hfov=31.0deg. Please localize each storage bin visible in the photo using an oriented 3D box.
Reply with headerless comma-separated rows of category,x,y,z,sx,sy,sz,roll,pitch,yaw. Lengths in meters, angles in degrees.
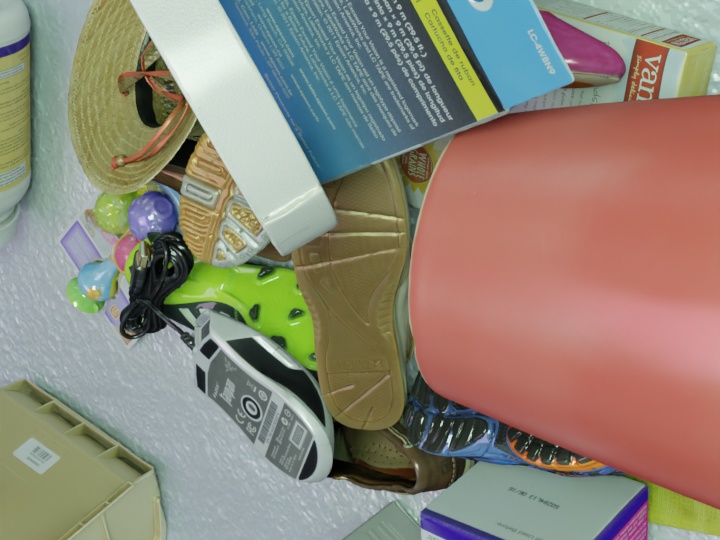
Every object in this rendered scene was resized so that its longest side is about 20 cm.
storage bin,-0.305,0.214,1.125,0.200,0.198,0.094,27,140,33

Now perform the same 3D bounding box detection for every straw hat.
straw hat,-0.114,-0.134,0.877,0.201,0.085,0.202,-21,61,45

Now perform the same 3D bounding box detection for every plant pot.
plant pot,0.130,0.006,0.613,0.177,0.200,0.201,8,112,26

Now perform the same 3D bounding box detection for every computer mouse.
computer mouse,-0.082,0.062,0.871,0.200,0.044,0.110,42,137,17

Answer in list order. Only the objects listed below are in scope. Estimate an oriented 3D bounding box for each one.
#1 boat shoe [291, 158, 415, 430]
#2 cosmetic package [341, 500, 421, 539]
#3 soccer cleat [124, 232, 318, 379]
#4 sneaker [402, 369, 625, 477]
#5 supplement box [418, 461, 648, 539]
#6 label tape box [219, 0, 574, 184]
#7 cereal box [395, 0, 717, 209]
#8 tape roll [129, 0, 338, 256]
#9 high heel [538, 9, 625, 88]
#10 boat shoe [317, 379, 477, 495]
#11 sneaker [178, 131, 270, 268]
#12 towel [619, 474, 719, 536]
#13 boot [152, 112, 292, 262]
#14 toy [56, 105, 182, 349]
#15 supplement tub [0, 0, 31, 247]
boat shoe,0.000,0.000,0.812,0.073,0.069,0.201,4,117,9
cosmetic package,-0.029,0.256,0.880,0.090,0.200,0.107,47,131,19
soccer cleat,-0.080,0.030,0.941,0.199,0.068,0.081,23,159,21
sneaker,0.097,0.090,0.769,0.200,0.078,0.076,11,77,56
supplement box,0.109,0.222,0.795,0.101,0.103,0.201,16,121,36
label tape box,0.017,-0.135,0.616,0.200,0.066,0.144,-16,106,54
cereal box,0.094,-0.086,0.746,0.200,0.039,0.144,26,121,33
tape roll,-0.074,-0.102,0.670,0.203,0.037,0.203,60,178,3
high heel,0.059,-0.159,0.695,0.200,0.067,0.096,22,96,34
boat shoe,-0.016,0.111,0.899,0.202,0.075,0.075,3,108,42
sneaker,-0.047,-0.094,0.812,0.075,0.088,0.201,26,100,11
towel,0.170,0.112,0.770,0.199,0.018,0.086,5,110,41
boot,-0.117,-0.062,0.927,0.199,0.074,0.076,22,130,27
toy,-0.181,-0.025,1.016,0.115,0.047,0.200,56,134,9
supplement tub,-0.343,-0.125,1.057,0.145,0.145,0.201,26,122,33
